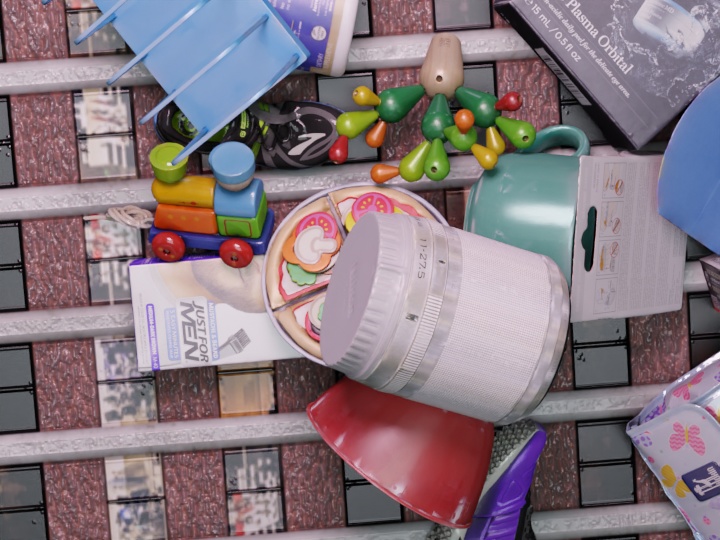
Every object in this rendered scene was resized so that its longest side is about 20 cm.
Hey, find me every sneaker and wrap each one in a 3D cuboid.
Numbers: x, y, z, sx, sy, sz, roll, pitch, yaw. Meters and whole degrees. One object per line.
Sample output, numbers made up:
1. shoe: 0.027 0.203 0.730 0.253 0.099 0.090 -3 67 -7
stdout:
1. sneaker: 0.149 0.251 1.791 0.099 0.070 0.201 31 99 -13
2. sneaker: -0.108 -0.137 1.719 0.197 0.083 0.072 5 95 -4

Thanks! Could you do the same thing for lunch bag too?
1. lunch bag: 0.395 0.175 1.761 0.199 0.127 0.170 -33 95 8

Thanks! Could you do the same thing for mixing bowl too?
1. mixing bowl: 0.057 0.148 1.699 0.199 0.200 0.109 34 99 -6

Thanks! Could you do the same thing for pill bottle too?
1. pill bottle: -0.102 -0.265 1.686 0.198 0.120 0.121 10 96 -3

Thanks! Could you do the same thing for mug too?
1. mug: 0.169 -0.047 1.721 0.113 0.185 0.154 5 116 15

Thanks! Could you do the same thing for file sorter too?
1. file sorter: -0.172 -0.220 1.583 0.138 0.123 0.201 -35 100 25

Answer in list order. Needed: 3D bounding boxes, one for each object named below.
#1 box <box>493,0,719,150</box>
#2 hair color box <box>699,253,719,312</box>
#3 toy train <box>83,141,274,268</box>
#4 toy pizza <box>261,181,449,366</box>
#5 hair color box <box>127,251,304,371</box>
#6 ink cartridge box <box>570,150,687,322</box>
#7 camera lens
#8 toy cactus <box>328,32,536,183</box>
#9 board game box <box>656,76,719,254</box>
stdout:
1. box: 0.271 -0.258 1.706 0.200 0.117 0.197 -43 97 2
2. hair color box: 0.454 -0.013 1.752 0.198 0.102 0.062 -19 97 1
3. toy train: -0.188 -0.077 1.697 0.198 0.085 0.116 6 138 9
4. toy pizza: 0.000 0.000 1.683 0.198 0.032 0.202 -2 66 5
5. hair color box: -0.130 0.037 1.750 0.198 0.065 0.111 -6 96 -3
6. ink cartridge box: 0.254 -0.035 1.707 0.199 0.050 0.164 -4 100 -45
7. camera lens: 0.080 0.043 1.571 0.198 0.160 0.162 16 96 -16
8. toy cactus: 0.072 -0.165 1.697 0.198 0.103 0.167 -4 57 17
9. board game box: 0.355 -0.111 1.732 0.199 0.039 0.159 27 94 -43
